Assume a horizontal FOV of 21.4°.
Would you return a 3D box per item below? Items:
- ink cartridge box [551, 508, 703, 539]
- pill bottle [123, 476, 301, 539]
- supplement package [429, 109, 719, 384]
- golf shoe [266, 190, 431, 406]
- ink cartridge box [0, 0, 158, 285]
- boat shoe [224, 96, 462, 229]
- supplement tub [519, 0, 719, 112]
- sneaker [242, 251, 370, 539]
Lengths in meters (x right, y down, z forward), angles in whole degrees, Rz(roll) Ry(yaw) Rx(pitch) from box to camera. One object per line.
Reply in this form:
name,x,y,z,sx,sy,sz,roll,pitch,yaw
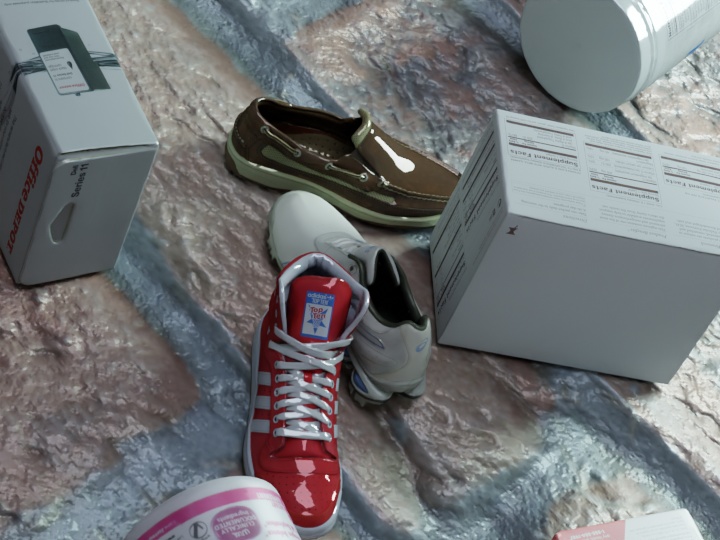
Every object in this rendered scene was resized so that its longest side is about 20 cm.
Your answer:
ink cartridge box,0.209,0.270,1.301,0.116,0.068,0.201,-6,52,-27
pill bottle,-0.064,0.238,1.180,0.113,0.114,0.200,-11,57,-30
supplement package,0.173,-0.015,1.471,0.199,0.156,0.111,11,47,-14
golf shoe,0.000,0.000,1.427,0.078,0.097,0.200,-16,57,-31
ink cartridge box,-0.233,-0.112,1.390,0.083,0.147,0.200,-9,56,-31
boat shoe,-0.003,-0.089,1.517,0.201,0.075,0.075,11,48,-14
supplement tub,0.248,-0.238,1.716,0.132,0.132,0.200,41,49,14
sneaker,-0.036,0.079,1.330,0.071,0.113,0.201,7,49,-17
